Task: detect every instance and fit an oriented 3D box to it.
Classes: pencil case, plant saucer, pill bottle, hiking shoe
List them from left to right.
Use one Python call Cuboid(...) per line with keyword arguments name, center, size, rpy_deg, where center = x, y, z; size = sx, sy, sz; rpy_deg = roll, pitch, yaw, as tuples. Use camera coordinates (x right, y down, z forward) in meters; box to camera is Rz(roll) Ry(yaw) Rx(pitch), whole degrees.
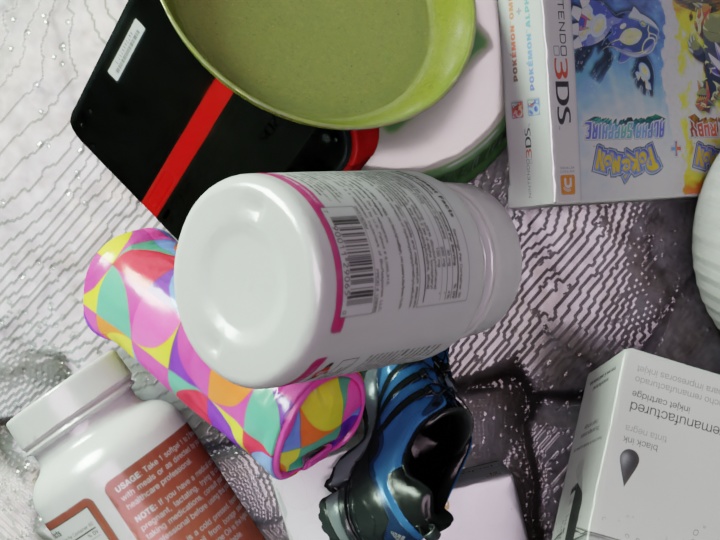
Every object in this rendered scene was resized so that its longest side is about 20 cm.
Cuboid(name="pill bottle", center=(-0.137, 0.158, 0.961), size=(0.112, 0.112, 0.201), rpy_deg=(-33, 91, 0))
Cuboid(name="pencil case", center=(-0.089, 0.049, 0.930), size=(0.199, 0.088, 0.089), rpy_deg=(34, 91, 33))
Cuboid(name="plant saucer", center=(-0.029, -0.162, 0.858), size=(0.198, 0.031, 0.202), rpy_deg=(10, 62, -20))
Cuboid(name="pill bottle", center=(0.000, 0.000, 0.855), size=(0.112, 0.199, 0.115), rpy_deg=(4, 96, 40))
Cuboid(name="hiking shoe", center=(0.042, 0.089, 0.941), size=(0.074, 0.086, 0.202), rpy_deg=(41, 48, -36))

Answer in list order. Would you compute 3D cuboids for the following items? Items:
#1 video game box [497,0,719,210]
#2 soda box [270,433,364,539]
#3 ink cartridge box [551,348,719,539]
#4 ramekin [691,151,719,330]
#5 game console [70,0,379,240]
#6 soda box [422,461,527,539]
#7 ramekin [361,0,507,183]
Cuboid(name="video game box", center=(0.171, -0.134, 0.941), size=(0.198, 0.047, 0.185), rpy_deg=(-6, 94, -37))
Cuboid(name="soda box", center=(0.001, 0.216, 0.988), size=(0.067, 0.064, 0.202), rpy_deg=(-17, 90, 0))
Cuboid(name="ink cartridge box", center=(0.188, 0.166, 0.868), size=(0.143, 0.084, 0.202), rpy_deg=(16, 74, -3))
Cuboid(name="ramekin", center=(0.302, -0.020, 0.937), size=(0.198, 0.105, 0.203), rpy_deg=(-6, 105, -24))
Cuboid(name="game console", center=(-0.089, -0.092, 0.933), size=(0.177, 0.200, 0.031), rpy_deg=(46, 47, 5))
Cuboid(name="soda box", center=(0.087, 0.233, 0.982), size=(0.067, 0.064, 0.203), rpy_deg=(-13, 92, 0))
Cuboid(name="ramekin", center=(0.021, -0.145, 0.963), size=(0.197, 0.098, 0.203), rpy_deg=(0, 91, 0))
